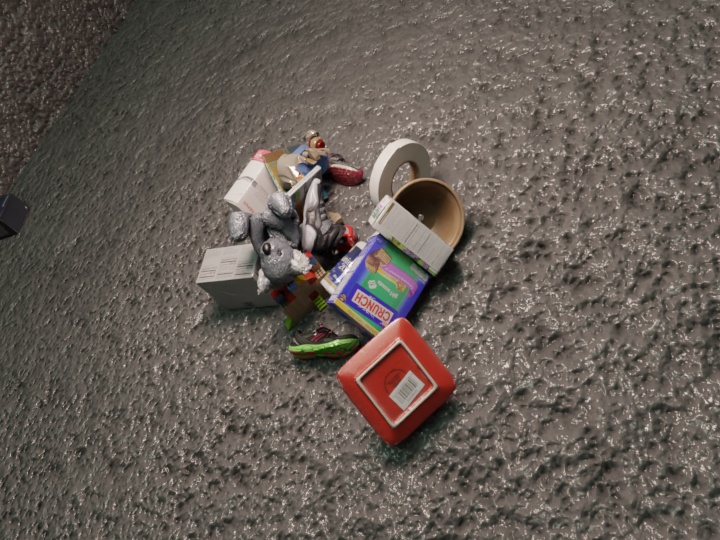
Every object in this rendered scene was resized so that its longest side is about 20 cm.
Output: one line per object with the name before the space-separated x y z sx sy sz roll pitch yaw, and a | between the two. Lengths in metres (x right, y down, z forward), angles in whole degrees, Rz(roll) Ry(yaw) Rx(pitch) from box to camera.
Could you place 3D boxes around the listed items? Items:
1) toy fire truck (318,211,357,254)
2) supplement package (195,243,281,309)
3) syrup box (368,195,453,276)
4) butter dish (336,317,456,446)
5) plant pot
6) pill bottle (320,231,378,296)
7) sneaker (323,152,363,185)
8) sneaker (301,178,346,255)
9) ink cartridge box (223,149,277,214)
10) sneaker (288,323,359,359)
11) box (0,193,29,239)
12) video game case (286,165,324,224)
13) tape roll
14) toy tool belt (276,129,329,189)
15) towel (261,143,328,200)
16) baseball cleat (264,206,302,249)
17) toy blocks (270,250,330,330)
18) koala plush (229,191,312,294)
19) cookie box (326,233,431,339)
toy fire truck | -0.090 -0.118 1.600 0.194 0.049 0.144 0 58 28
supplement package | -0.327 0.019 1.570 0.194 0.156 0.114 -5 57 26
syrup box | 0.118 -0.084 1.325 0.082 0.198 0.079 -53 13 7
butter dish | 0.073 0.234 1.220 0.199 0.148 0.201 -40 89 -4
plant pot | 0.159 -0.130 1.412 0.198 0.204 0.093 -32 9 5
pill bottle | 0.000 0.000 1.429 0.200 0.111 0.111 -46 49 -6
sneaker | -0.067 -0.319 1.702 0.197 0.081 0.076 23 69 38
sneaker | -0.095 -0.139 1.499 0.075 0.110 0.207 148 128 -67
ink cartridge box | -0.312 -0.248 1.745 0.081 0.147 0.203 20 69 38
sneaker | -0.093 0.170 1.392 0.194 0.077 0.086 -5 60 25
box | -1.590 -0.230 2.476 0.194 0.105 0.152 -15 52 20
video game case | -0.173 -0.178 1.541 0.018 0.145 0.200 33 63 20
tape roll | 0.107 -0.242 1.472 0.037 0.204 0.204 32 77 39
toy tool belt | -0.141 -0.308 1.626 0.121 0.127 0.201 22 59 32
towel | -0.196 -0.280 1.685 0.144 0.022 0.203 -22 76 -32
baseball cleat | -0.221 -0.143 1.665 0.107 0.069 0.202 -54 53 26
toy blocks | -0.156 0.043 1.471 0.199 0.137 0.100 -41 49 -2
koala plush | -0.207 -0.051 1.398 0.173 0.184 0.204 -25 60 8
cookie box | 0.045 0.047 1.336 0.203 0.170 0.075 -55 10 -13
